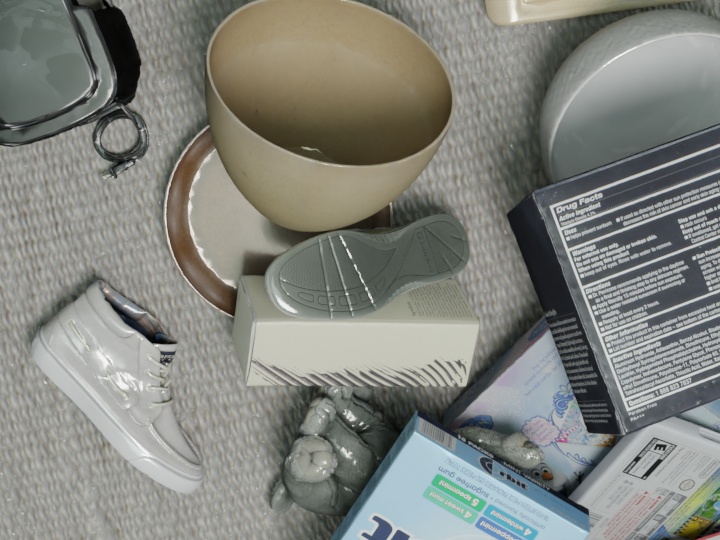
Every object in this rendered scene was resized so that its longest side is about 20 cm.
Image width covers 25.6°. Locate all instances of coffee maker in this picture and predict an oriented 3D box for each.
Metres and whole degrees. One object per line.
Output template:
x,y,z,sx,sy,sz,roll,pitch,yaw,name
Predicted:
-0.237,-0.163,1.277,0.192,0.200,0.135,44,98,-10,coffee maker

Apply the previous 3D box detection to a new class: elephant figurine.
0.037,0.182,1.391,0.200,0.155,0.142,25,78,2,elephant figurine

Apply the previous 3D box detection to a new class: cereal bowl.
0.241,-0.140,1.342,0.200,0.083,0.200,-9,134,-10,cereal bowl

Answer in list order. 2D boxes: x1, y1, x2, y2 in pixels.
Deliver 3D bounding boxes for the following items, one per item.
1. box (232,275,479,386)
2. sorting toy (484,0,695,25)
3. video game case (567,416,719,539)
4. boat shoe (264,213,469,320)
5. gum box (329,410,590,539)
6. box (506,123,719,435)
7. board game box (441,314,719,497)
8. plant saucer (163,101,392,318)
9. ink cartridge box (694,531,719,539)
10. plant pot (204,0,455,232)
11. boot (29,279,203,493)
-0.005,0.052,1.366,0.200,0.082,0.068,1,119,-15,box
0.197,-0.308,1.329,0.200,0.036,0.185,-7,103,0,sorting toy
0.279,0.211,1.387,0.182,0.022,0.200,20,131,-15,video game case
0.000,-0.002,1.332,0.202,0.065,0.075,-19,92,-36,boat shoe
0.067,0.242,1.329,0.170,0.045,0.200,31,111,-5,gum box
0.249,0.004,1.257,0.200,0.123,0.199,-19,87,-7,box
0.204,0.136,1.396,0.199,0.043,0.200,35,128,-10,board game box
-0.072,-0.050,1.394,0.200,0.032,0.200,-1,103,-2,plant saucer
0.312,0.318,1.406,0.147,0.086,0.200,-21,139,8,ink cartridge box
-0.035,-0.109,1.289,0.200,0.200,0.135,12,137,-5,plant pot
-0.191,0.102,1.399,0.096,0.074,0.200,-43,100,14,boot
